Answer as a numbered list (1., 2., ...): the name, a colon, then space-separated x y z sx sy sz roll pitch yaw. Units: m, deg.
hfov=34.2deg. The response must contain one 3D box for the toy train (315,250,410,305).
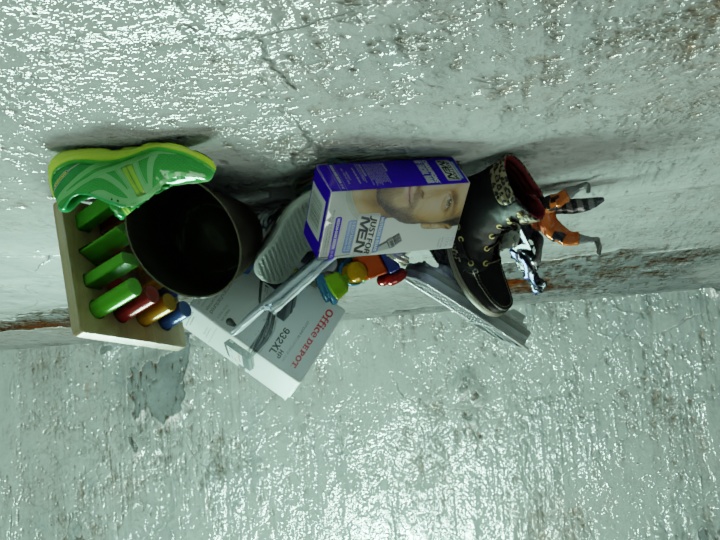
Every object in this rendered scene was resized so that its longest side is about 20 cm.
1. toy train: 0.000 0.000 1.639 0.115 0.085 0.200 -31 -176 -8

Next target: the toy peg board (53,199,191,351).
1. toy peg board: -0.309 -0.007 1.635 0.097 0.202 0.198 -27 155 31

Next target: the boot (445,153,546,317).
1. boot: 0.187 -0.049 1.591 0.073 0.202 0.150 -19 173 -47

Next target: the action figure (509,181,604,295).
1. action figure: 0.286 -0.062 1.841 0.191 0.105 0.201 0 133 29

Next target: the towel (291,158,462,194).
1. towel: 0.020 -0.126 1.594 0.198 0.022 0.146 -2 172 -26

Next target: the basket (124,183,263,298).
1. basket: -0.211 -0.046 1.602 0.136 0.180 0.200 -46 172 8

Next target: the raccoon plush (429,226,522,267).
1. raccoon plush: 0.148 -0.084 1.740 0.134 0.199 0.097 -45 172 -39

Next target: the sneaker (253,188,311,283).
1. sneaker: -0.078 -0.068 1.610 0.078 0.080 0.200 36 128 -18

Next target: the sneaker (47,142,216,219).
1. sneaker: -0.264 -0.102 1.369 0.197 0.085 0.074 -5 172 3

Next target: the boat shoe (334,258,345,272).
1. boat shoe: 0.026 -0.052 1.795 0.200 0.072 0.066 -36 -173 1

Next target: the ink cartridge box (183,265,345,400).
1. ink cartridge box: -0.144 0.070 1.746 0.199 0.146 0.084 35 149 -2

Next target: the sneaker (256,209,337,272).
1. sneaker: -0.123 -0.071 1.745 0.198 0.070 0.109 22 143 25

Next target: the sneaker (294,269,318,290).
1. sneaker: -0.151 0.018 1.862 0.197 0.077 0.075 -2 165 -2

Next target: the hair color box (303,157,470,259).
1. hair color box: 0.034 -0.081 1.518 0.198 0.065 0.110 -7 131 -24

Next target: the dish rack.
1. dish rack: 0.155 0.043 1.707 0.199 0.044 0.172 31 178 -12

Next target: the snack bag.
1. snack bag: -0.080 0.010 1.607 0.199 0.021 0.189 -37 -175 36
